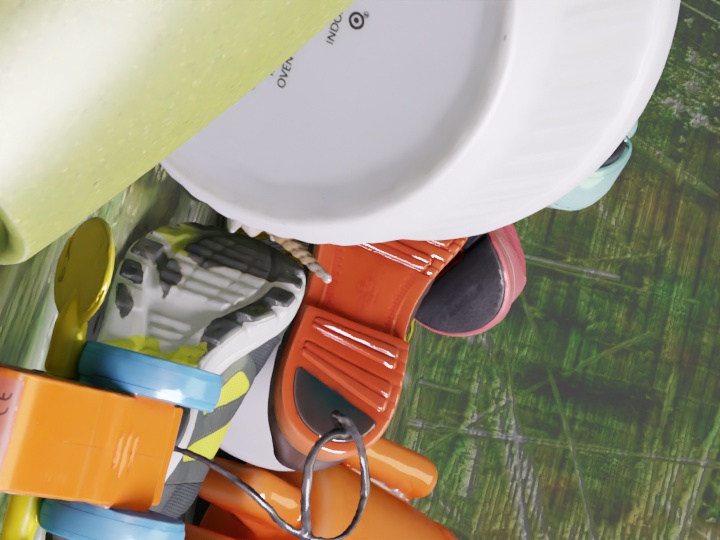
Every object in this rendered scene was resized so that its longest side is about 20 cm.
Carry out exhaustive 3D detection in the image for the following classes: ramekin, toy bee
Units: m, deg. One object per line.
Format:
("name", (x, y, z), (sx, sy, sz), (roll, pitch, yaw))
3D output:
("ramekin", (-0.002, -0.100, 0.666), (0.094, 0.201, 0.204), (-30, 136, -60))
("toy bee", (-0.097, 0.062, 0.676), (0.131, 0.108, 0.200), (-65, 145, -22))

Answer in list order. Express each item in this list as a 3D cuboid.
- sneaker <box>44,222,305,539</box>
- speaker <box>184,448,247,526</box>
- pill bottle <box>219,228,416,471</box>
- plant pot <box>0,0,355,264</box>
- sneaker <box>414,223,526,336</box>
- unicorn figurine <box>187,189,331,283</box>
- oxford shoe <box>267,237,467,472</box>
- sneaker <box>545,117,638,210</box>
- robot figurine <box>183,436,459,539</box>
("sneaker", (-0.086, 0.051, 0.851), (0.200, 0.074, 0.085), (-53, 163, -53))
("speaker", (-0.060, 0.136, 1.178), (0.081, 0.081, 0.201), (-55, 159, -74))
("pill bottle", (-0.021, 0.006, 1.084), (0.200, 0.112, 0.113), (-67, 170, -57))
("plant pot", (-0.050, -0.110, 0.386), (0.201, 0.186, 0.187), (-58, 169, -16))
("sneaker", (0.016, -0.055, 1.041), (0.074, 0.201, 0.087), (-37, 173, 23))
("unicorn figurine", (-0.046, -0.077, 0.927), (0.137, 0.073, 0.201), (74, 14, -77))
("oxford shoe", (0.000, 0.000, 0.949), (0.201, 0.071, 0.073), (-66, -171, -25))
("sneaker", (0.029, -0.061, 0.807), (0.140, 0.077, 0.201), (-47, -148, 27))
("robot figurine", (-0.014, 0.171, 1.099), (0.116, 0.200, 0.144), (-34, -139, 29))
